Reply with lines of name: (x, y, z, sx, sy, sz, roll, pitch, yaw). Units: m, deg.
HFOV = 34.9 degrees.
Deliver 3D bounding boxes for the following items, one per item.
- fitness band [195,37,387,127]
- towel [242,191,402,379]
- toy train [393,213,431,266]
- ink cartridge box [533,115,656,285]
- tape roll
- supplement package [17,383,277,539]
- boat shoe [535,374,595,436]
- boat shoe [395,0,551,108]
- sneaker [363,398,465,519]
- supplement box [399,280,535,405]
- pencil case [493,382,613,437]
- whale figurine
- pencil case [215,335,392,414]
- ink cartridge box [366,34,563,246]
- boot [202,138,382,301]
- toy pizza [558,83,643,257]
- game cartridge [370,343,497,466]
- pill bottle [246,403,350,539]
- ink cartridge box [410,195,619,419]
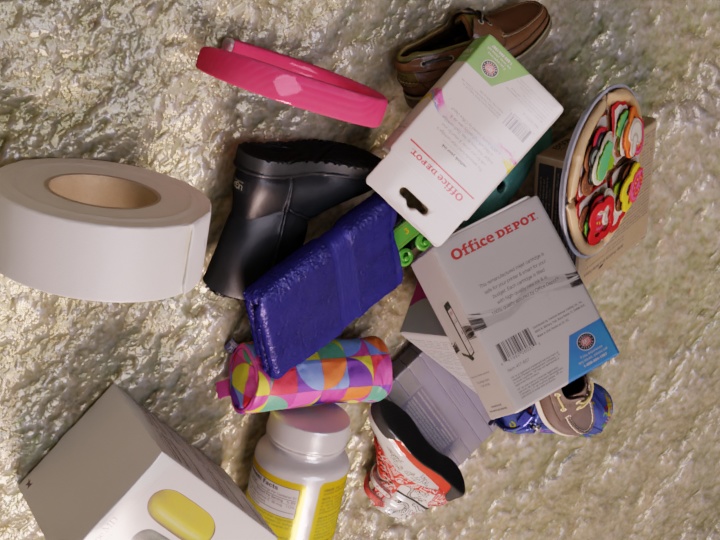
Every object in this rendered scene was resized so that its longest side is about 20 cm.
fitness band: (-0.065, -0.186, 1.127, 0.199, 0.143, 0.038, 10, 105, -37)
towel: (-0.040, 0.012, 1.227, 0.200, 0.049, 0.148, -38, 144, -25)
toy train: (0.000, 0.000, 1.328, 0.200, 0.042, 0.057, -39, 118, -12)
ink cartridge box: (0.288, -0.090, 1.414, 0.200, 0.075, 0.166, -32, 130, -46)
tape roll: (-0.237, -0.041, 1.043, 0.201, 0.202, 0.071, -1, 111, -33)
supplement package: (-0.226, 0.259, 1.225, 0.152, 0.151, 0.200, -47, 129, -5)
boat shoe: (0.246, 0.139, 1.391, 0.200, 0.059, 0.072, 56, 52, -36)
boat shoe: (0.128, -0.255, 1.270, 0.199, 0.072, 0.068, -35, 128, -16)
sneaker: (0.038, 0.244, 1.428, 0.107, 0.068, 0.201, -28, 130, 19)
supplement box: (0.152, 0.077, 1.401, 0.200, 0.103, 0.102, 38, 65, -42)
pencil case: (0.260, 0.184, 1.544, 0.199, 0.087, 0.078, 11, 131, -44)
whale figurine: (0.160, -0.125, 1.332, 0.199, 0.104, 0.160, -23, 123, -25)
pencil case: (-0.060, 0.118, 1.317, 0.199, 0.088, 0.089, 0, 112, -32)
ink cartridge box: (0.104, -0.137, 1.220, 0.117, 0.067, 0.200, 42, 91, -12)
boot: (-0.070, -0.051, 1.234, 0.199, 0.076, 0.169, -5, 122, -41)
toy pizza: (0.284, -0.110, 1.302, 0.200, 0.032, 0.202, -29, 127, -47)
game cartridge: (0.094, 0.178, 1.479, 0.129, 0.038, 0.200, -40, 128, -6)
pill bottle: (-0.076, 0.257, 1.350, 0.114, 0.114, 0.201, 0, 112, -34)
ink cartridge box: (0.168, 0.040, 1.265, 0.145, 0.084, 0.201, -25, 85, -18)
